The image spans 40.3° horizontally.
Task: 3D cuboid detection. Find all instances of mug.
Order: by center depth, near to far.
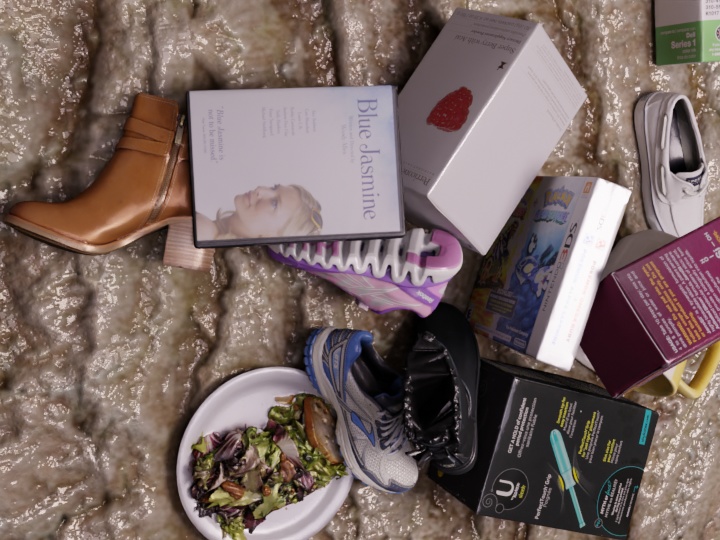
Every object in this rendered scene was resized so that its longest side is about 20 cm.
[{"bbox_3d":[0.329,0.049,1.134,0.154,0.148,0.187,-59,141,-14],"label":"mug"}]

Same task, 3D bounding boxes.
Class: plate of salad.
[{"bbox_3d":[-0.090,0.201,1.016,0.198,0.048,0.203,-4,100,-22],"label":"plate of salad"}]

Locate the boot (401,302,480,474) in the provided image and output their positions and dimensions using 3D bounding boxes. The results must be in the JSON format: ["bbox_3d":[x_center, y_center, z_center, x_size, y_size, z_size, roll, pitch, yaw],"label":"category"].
[{"bbox_3d":[0.077,0.104,0.980,0.072,0.163,0.201,-8,67,12],"label":"boot"}]

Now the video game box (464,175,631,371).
[{"bbox_3d":[0.185,-0.006,1.017,0.046,0.200,0.184,21,89,-17],"label":"video game box"}]

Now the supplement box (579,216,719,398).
[{"bbox_3d":[0.328,0.028,0.986,0.198,0.131,0.104,-25,75,-19],"label":"supplement box"}]

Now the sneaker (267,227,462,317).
[{"bbox_3d":[0.000,0.000,0.986,0.197,0.081,0.089,11,131,7],"label":"sneaker"}]

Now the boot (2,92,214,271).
[{"bbox_3d":[-0.218,-0.089,0.907,0.197,0.077,0.158,8,88,-13],"label":"boot"}]

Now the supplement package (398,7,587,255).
[{"bbox_3d":[0.111,-0.142,0.992,0.120,0.121,0.201,39,81,-44],"label":"supplement package"}]

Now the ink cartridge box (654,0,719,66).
[{"bbox_3d":[0.418,-0.343,1.127,0.143,0.084,0.203,-8,101,-21],"label":"ink cartridge box"}]

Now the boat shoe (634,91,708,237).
[{"bbox_3d":[0.373,-0.110,1.153,0.073,0.065,0.202,-26,107,-17],"label":"boat shoe"}]

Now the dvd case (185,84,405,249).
[{"bbox_3d":[-0.059,-0.097,0.908,0.197,0.018,0.145,-3,87,-9],"label":"dvd case"}]

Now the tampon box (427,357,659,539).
[{"bbox_3d":[0.201,0.194,1.094,0.198,0.126,0.152,15,92,-23],"label":"tampon box"}]

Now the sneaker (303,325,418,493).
[{"bbox_3d":[0.016,0.147,1.014,0.077,0.085,0.201,-45,113,-44],"label":"sneaker"}]
